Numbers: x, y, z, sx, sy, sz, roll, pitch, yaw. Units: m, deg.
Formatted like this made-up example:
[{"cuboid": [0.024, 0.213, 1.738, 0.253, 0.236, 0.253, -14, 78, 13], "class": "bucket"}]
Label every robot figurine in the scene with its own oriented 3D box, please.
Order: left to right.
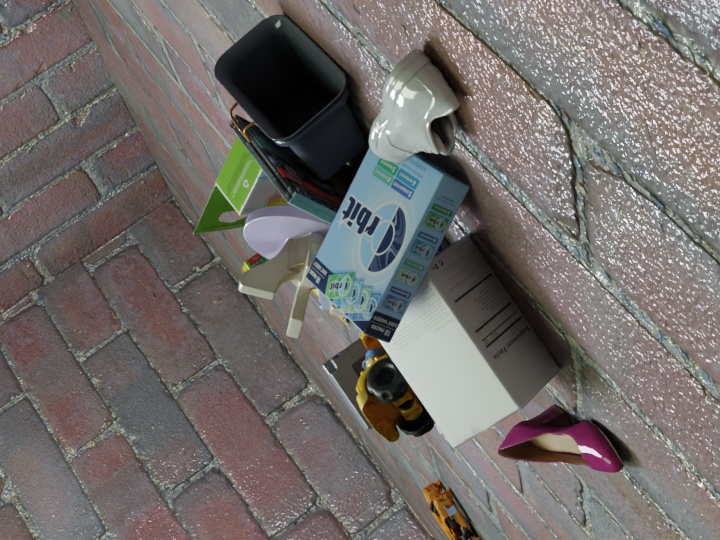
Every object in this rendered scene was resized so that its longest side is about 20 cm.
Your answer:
[{"cuboid": [0.217, 0.582, 2.892, 0.201, 0.058, 0.145, 59, 170, -13], "class": "robot figurine"}]

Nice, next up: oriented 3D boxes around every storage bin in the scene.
[{"cuboid": [-0.088, -0.211, 1.668, 0.200, 0.145, 0.135, 48, 177, 39], "class": "storage bin"}]

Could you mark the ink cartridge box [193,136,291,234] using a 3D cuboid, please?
[{"cuboid": [-0.149, -0.115, 1.928, 0.076, 0.147, 0.201, 49, 128, 26], "class": "ink cartridge box"}]

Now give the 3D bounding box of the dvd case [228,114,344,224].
[{"cuboid": [-0.084, -0.128, 1.706, 0.145, 0.022, 0.200, 24, -159, -45], "class": "dvd case"}]

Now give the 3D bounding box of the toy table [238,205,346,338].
[{"cuboid": [-0.076, 0.000, 1.790, 0.185, 0.197, 0.118, 91, -173, -54], "class": "toy table"}]

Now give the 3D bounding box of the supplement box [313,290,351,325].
[{"cuboid": [-0.041, -0.018, 2.082, 0.200, 0.109, 0.109, 43, 164, 54], "class": "supplement box"}]

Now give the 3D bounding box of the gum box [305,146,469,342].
[{"cuboid": [0.027, -0.043, 1.480, 0.044, 0.202, 0.170, 20, -168, -33], "class": "gum box"}]

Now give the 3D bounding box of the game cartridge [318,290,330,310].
[{"cuboid": [0.000, 0.000, 1.900, 0.201, 0.132, 0.041, 89, -169, -53], "class": "game cartridge"}]

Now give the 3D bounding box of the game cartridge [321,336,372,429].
[{"cuboid": [0.059, 0.136, 1.848, 0.134, 0.199, 0.042, 56, 165, -2], "class": "game cartridge"}]

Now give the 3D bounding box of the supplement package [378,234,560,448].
[{"cuboid": [0.120, 0.084, 1.515, 0.121, 0.119, 0.201, -36, 87, 38], "class": "supplement package"}]

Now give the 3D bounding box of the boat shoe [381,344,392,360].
[{"cuboid": [0.035, 0.041, 1.688, 0.066, 0.074, 0.201, 39, -151, -30], "class": "boat shoe"}]

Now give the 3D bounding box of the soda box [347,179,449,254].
[{"cuboid": [0.064, -0.043, 1.658, 0.201, 0.063, 0.070, 54, 170, 7], "class": "soda box"}]

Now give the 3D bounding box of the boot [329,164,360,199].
[{"cuboid": [0.003, -0.098, 1.791, 0.200, 0.075, 0.107, 37, 179, 45], "class": "boot"}]

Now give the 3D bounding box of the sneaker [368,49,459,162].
[{"cuboid": [0.064, -0.148, 1.335, 0.088, 0.075, 0.200, 41, 166, 10], "class": "sneaker"}]

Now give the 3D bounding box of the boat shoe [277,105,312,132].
[{"cuboid": [-0.104, -0.224, 1.842, 0.061, 0.074, 0.200, 59, 170, -29], "class": "boat shoe"}]

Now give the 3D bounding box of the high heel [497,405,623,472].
[{"cuboid": [0.247, 0.229, 1.561, 0.068, 0.096, 0.200, 58, 170, -13], "class": "high heel"}]

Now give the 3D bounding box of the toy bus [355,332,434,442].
[{"cuboid": [0.065, 0.105, 1.745, 0.193, 0.199, 0.136, 54, -179, 40], "class": "toy bus"}]

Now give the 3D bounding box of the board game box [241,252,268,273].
[{"cuboid": [-0.089, -0.045, 1.967, 0.048, 0.199, 0.102, 55, 170, 1], "class": "board game box"}]
